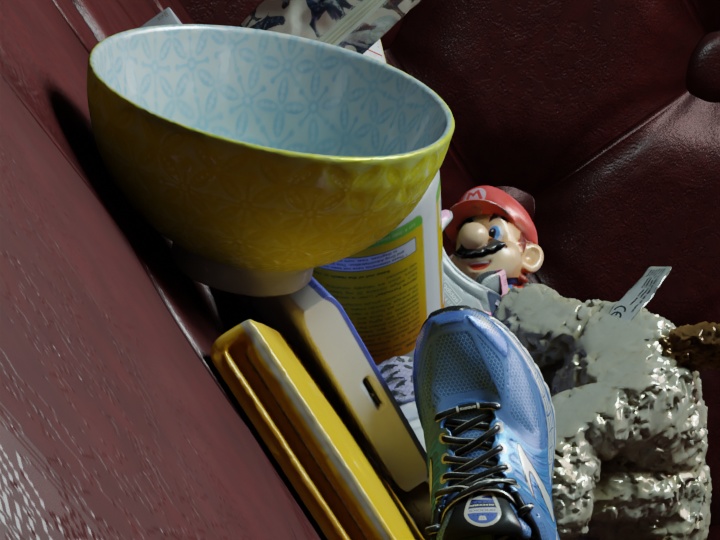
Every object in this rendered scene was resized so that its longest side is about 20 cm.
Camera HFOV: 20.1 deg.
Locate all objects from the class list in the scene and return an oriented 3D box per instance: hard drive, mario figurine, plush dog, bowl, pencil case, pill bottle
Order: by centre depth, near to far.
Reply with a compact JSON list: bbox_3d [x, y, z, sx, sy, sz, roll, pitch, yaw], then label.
[{"bbox_3d":[-0.056,-0.051,1.102,0.200,0.199,0.108,-120,-141,-61],"label":"bowl"},{"bbox_3d":[-0.029,0.039,1.216,0.132,0.025,0.200,61,-9,-26],"label":"hard drive"},{"bbox_3d":[0.170,0.112,1.263,0.201,0.160,0.172,-94,168,-51],"label":"plush dog"},{"bbox_3d":[0.000,0.000,1.351,0.201,0.111,0.111,85,-21,-46],"label":"pill bottle"},{"bbox_3d":[-0.013,-0.181,1.401,0.078,0.200,0.090,40,15,-38],"label":"pencil case"},{"bbox_3d":[0.092,0.020,1.586,0.106,0.123,0.201,123,-28,-58],"label":"mario figurine"}]

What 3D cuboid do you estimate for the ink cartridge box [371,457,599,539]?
[{"bbox_3d":[0.110,0.156,1.352,0.145,0.083,0.200,55,26,15],"label":"ink cartridge box"}]

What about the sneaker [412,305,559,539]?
[{"bbox_3d":[0.073,0.116,1.107,0.089,0.078,0.201,21,55,-80],"label":"sneaker"}]

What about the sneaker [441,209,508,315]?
[{"bbox_3d":[0.090,0.046,1.491,0.200,0.082,0.070,51,1,-7],"label":"sneaker"}]

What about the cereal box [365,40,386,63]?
[{"bbox_3d":[-0.034,-0.108,1.594,0.039,0.144,0.201,16,50,-44],"label":"cereal box"}]

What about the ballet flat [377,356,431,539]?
[{"bbox_3d":[0.052,0.135,1.217,0.072,0.072,0.201,50,17,-69],"label":"ballet flat"}]

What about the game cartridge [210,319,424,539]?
[{"bbox_3d":[-0.011,0.111,1.082,0.177,0.032,0.200,56,-1,7],"label":"game cartridge"}]

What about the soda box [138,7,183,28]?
[{"bbox_3d":[-0.119,-0.104,1.402,0.068,0.064,0.200,54,2,-34],"label":"soda box"}]
